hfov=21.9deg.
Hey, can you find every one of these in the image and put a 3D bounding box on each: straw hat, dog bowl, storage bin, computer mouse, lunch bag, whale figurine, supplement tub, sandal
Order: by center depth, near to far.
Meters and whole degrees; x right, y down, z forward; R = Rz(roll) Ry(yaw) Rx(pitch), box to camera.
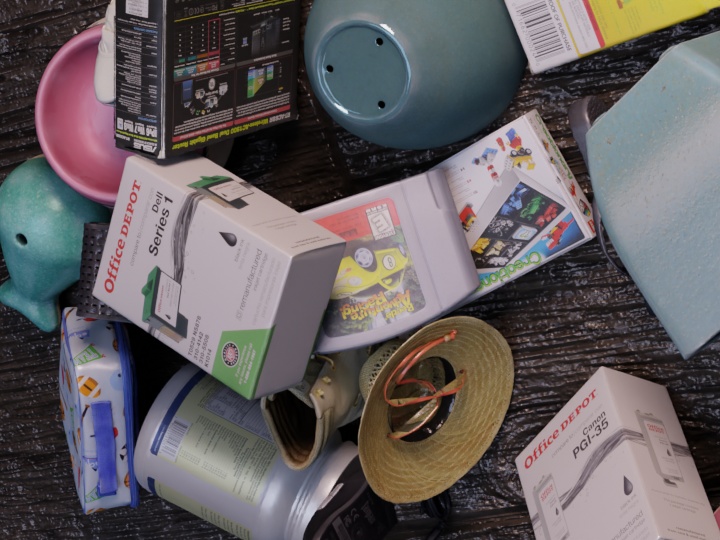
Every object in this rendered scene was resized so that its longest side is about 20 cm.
[{"bbox_3d":[0.226,-0.054,1.625,0.043,0.076,0.200,-23,88,30],"label":"sandal"},{"bbox_3d":[0.046,0.111,1.733,0.085,0.201,0.201,32,124,41],"label":"straw hat"},{"bbox_3d":[-0.221,-0.149,1.774,0.200,0.074,0.200,2,97,15],"label":"dog bowl"},{"bbox_3d":[0.010,0.249,1.783,0.046,0.200,0.140,0,130,41],"label":"computer mouse"},{"bbox_3d":[-0.158,0.008,1.786,0.200,0.135,0.094,7,92,26],"label":"storage bin"},{"bbox_3d":[-0.107,0.191,1.843,0.200,0.145,0.145,25,119,16],"label":"supplement tub"},{"bbox_3d":[-0.262,0.144,1.891,0.076,0.160,0.200,-8,118,-12],"label":"lunch bag"},{"bbox_3d":[-0.325,-0.021,1.893,0.159,0.104,0.200,34,123,10],"label":"whale figurine"}]

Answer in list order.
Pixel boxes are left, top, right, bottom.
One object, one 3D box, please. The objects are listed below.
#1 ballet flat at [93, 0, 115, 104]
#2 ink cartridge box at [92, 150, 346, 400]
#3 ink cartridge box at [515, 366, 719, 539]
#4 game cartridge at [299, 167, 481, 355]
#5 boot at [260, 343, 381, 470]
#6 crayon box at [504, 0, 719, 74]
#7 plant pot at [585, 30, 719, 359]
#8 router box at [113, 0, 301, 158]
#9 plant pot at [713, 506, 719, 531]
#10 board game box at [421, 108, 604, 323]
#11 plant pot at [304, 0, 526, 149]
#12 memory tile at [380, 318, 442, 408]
[{"bbox_3d":[-0.191,-0.242,1.694,0.069,0.200,0.069,33,163,12],"label":"ballet flat"},{"bbox_3d":[-0.127,-0.001,1.625,0.200,0.084,0.146,30,116,28],"label":"ink cartridge box"},{"bbox_3d":[0.225,0.209,1.648,0.083,0.200,0.147,19,127,-28],"label":"ink cartridge box"},{"bbox_3d":[0.000,0.000,1.671,0.200,0.041,0.133,-19,91,0],"label":"game cartridge"},{"bbox_3d":[-0.037,0.071,1.734,0.072,0.155,0.200,7,114,24],"label":"boot"},{"bbox_3d":[0.216,-0.256,1.558,0.200,0.051,0.127,-16,102,31],"label":"crayon box"},{"bbox_3d":[0.301,-0.082,1.511,0.200,0.196,0.196,51,123,11],"label":"plant pot"},{"bbox_3d":[-0.134,-0.194,1.665,0.062,0.200,0.150,15,112,32],"label":"router box"},{"bbox_3d":[0.381,0.287,1.623,0.179,0.200,0.200,37,123,27],"label":"plant pot"},{"bbox_3d":[0.108,-0.046,1.702,0.200,0.035,0.126,-28,92,32],"label":"board game box"},{"bbox_3d":[0.029,-0.190,1.629,0.200,0.135,0.200,10,114,23],"label":"plant pot"},{"bbox_3d":[0.012,0.071,1.812,0.200,0.017,0.153,47,123,2],"label":"memory tile"}]
